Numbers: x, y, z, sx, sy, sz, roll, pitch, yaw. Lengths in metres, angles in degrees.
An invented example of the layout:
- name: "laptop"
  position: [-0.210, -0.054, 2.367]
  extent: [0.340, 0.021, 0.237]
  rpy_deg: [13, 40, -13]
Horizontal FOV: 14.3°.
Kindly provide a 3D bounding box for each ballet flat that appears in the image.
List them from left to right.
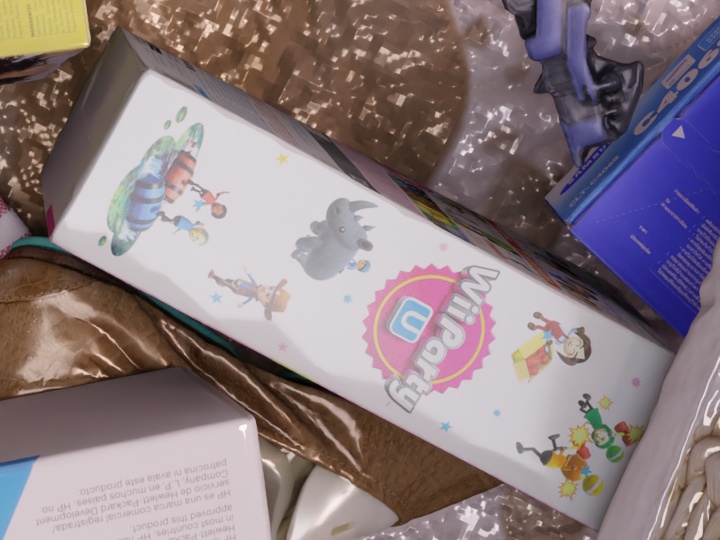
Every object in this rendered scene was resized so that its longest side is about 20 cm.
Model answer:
- name: "ballet flat"
  position: [-0.042, 0.057, 0.947]
  extent: [0.200, 0.068, 0.072]
  rpy_deg: [25, 70, -26]

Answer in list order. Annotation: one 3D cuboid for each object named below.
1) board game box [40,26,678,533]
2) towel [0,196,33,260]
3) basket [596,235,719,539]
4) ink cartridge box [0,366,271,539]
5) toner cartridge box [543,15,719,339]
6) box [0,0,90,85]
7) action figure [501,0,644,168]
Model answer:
- name: "board game box"
  position: [0.000, 0.000, 0.915]
  extent: [0.200, 0.148, 0.064]
  rpy_deg: [27, 96, -11]
- name: "towel"
  position: [-0.133, 0.058, 0.940]
  extent: [0.146, 0.030, 0.200]
  rpy_deg: [-45, 107, -28]
- name: "basket"
  position: [0.206, 0.062, 0.835]
  extent: [0.200, 0.161, 0.198]
  rpy_deg: [17, 101, -33]
- name: "ink cartridge box"
  position: [-0.098, 0.145, 0.873]
  extent: [0.144, 0.085, 0.200]
  rpy_deg: [-10, 102, -17]
- name: "toner cartridge box"
  position: [0.166, 0.012, 0.954]
  extent: [0.200, 0.043, 0.095]
  rpy_deg: [43, 95, -14]
- name: "box"
  position: [-0.190, -0.075, 0.884]
  extent: [0.200, 0.075, 0.050]
  rpy_deg: [-7, 88, -17]
- name: "action figure"
  position: [0.076, -0.143, 0.924]
  extent: [0.193, 0.105, 0.200]
  rpy_deg: [-11, 106, 4]
